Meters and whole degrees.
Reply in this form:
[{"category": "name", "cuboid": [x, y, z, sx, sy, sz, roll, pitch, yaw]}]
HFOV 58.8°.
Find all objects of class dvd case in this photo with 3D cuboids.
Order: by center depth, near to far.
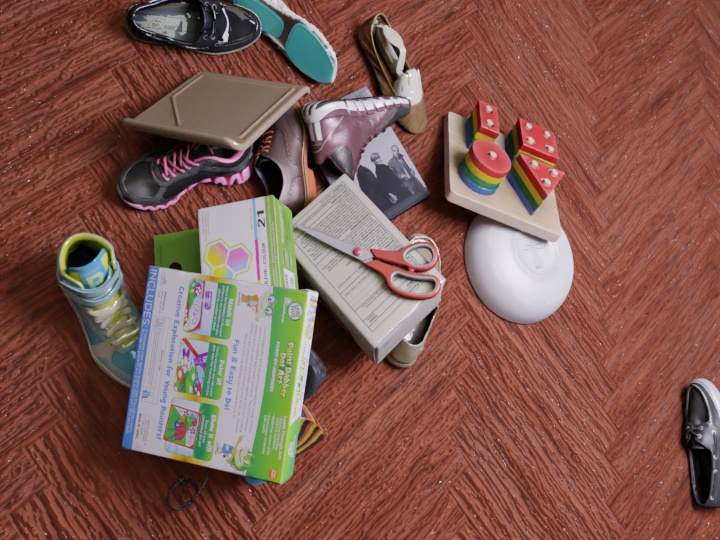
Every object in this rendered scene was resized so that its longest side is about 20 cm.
[{"category": "dvd case", "cuboid": [0.003, -0.169, 0.985, 0.148, 0.025, 0.204, -30, 86, -26]}]

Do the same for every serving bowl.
[{"category": "serving bowl", "cuboid": [0.265, -0.022, 1.020, 0.193, 0.066, 0.207, 6, 73, -19]}]

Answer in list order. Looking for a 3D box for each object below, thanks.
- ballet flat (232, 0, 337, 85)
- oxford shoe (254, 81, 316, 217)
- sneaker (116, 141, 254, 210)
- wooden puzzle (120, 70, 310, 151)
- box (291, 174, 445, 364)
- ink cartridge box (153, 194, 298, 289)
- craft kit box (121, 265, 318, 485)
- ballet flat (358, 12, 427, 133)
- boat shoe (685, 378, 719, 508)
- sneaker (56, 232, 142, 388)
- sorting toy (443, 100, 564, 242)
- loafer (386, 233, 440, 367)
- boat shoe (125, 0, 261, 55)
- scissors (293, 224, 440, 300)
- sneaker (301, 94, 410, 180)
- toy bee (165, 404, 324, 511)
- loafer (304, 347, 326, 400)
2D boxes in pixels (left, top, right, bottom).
[{"category": "ballet flat", "cuboid": [-0.105, -0.374, 0.985, 0.198, 0.072, 0.073, 39, 65, -6]}, {"category": "oxford shoe", "cuboid": [-0.116, -0.176, 0.906, 0.071, 0.070, 0.207, -3, 74, -46]}, {"category": "sneaker", "cuboid": [-0.229, -0.146, 0.852, 0.196, 0.095, 0.081, -24, 85, -24]}, {"category": "wooden puzzle", "cuboid": [-0.185, -0.210, 0.845, 0.180, 0.038, 0.201, 14, 39, 20]}, {"category": "box", "cuboid": [0.000, 0.000, 0.849, 0.127, 0.109, 0.201, -39, 74, -11]}, {"category": "ink cartridge box", "cuboid": [-0.179, 0.006, 0.782, 0.193, 0.076, 0.153, -9, 79, 10]}, {"category": "craft kit box", "cuboid": [-0.154, 0.109, 0.705, 0.191, 0.048, 0.207, 9, 88, 15]}, {"category": "ballet flat", "cuboid": [0.060, -0.323, 1.026, 0.066, 0.072, 0.205, -20, 82, -25]}, {"category": "boat shoe", "cuboid": [0.563, 0.282, 1.043, 0.055, 0.069, 0.207, 0, 76, -20]}, {"category": "sneaker", "cuboid": [-0.295, 0.048, 0.748, 0.079, 0.130, 0.202, -35, 89, -27]}, {"category": "sorting toy", "cuboid": [0.233, -0.169, 1.009, 0.194, 0.070, 0.203, 19, 47, -14]}, {"category": "loafer", "cuboid": [0.085, 0.038, 0.930, 0.073, 0.068, 0.206, 16, 69, -15]}, {"category": "boat shoe", "cuboid": [-0.235, -0.355, 0.913, 0.193, 0.066, 0.077, 3, 101, -18]}, {"category": "scissors", "cuboid": [0.005, -0.012, 0.787, 0.193, 0.014, 0.076, 10, 73, 4]}, {"category": "sneaker", "cuboid": [-0.002, -0.195, 0.952, 0.196, 0.075, 0.120, -15, 106, -36]}, {"category": "toy bee", "cuboid": [-0.134, 0.204, 0.765, 0.129, 0.112, 0.198, 22, 40, 34]}, {"category": "loafer", "cuboid": [-0.127, 0.090, 0.841, 0.199, 0.072, 0.073, 42, 102, 9]}]
